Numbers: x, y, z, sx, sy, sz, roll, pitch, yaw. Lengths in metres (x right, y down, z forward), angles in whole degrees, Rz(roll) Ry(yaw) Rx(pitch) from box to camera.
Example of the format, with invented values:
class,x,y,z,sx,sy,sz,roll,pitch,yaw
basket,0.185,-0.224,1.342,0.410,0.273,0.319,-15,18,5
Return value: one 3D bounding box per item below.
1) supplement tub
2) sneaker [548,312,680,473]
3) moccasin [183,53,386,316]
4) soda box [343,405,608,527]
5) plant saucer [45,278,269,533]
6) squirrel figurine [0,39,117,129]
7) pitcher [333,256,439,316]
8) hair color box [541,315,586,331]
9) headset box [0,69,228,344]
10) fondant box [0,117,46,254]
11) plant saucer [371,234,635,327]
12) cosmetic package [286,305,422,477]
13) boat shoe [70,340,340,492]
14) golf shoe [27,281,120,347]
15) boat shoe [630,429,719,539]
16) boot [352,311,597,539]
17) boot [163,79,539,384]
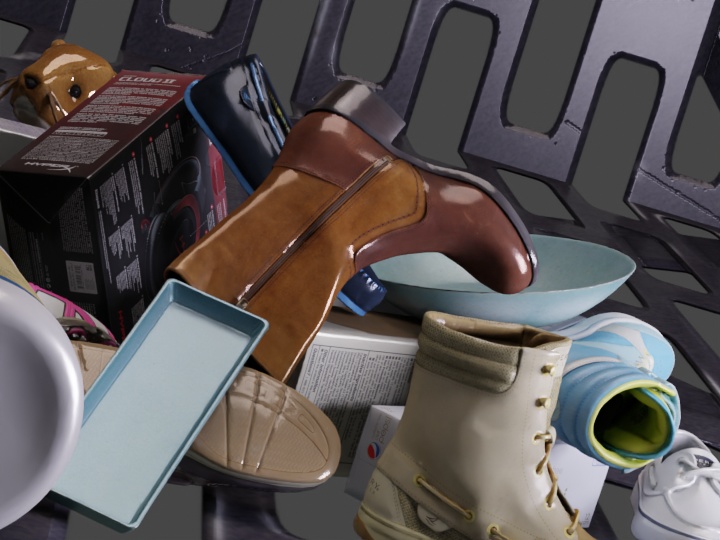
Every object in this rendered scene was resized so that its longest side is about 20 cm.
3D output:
class,x,y,z,sx,sy,sz,roll,pitch,yaw
supplement tub,-0.236,0.049,1.411,0.144,0.145,0.200,13,10,-22
sneaker,0.179,0.086,1.764,0.130,0.080,0.200,23,21,37
moccasin,-0.041,-0.063,1.763,0.200,0.068,0.080,53,1,11
soda box,0.082,0.131,1.752,0.068,0.064,0.200,25,11,37
plant saucer,-0.122,0.079,1.539,0.070,0.019,0.200,24,40,7
squirrel figurine,-0.223,-0.081,2.034,0.141,0.187,0.200,24,12,37
pitcher,-0.044,0.045,1.901,0.199,0.122,0.172,7,21,2
hair color box,0.106,0.080,1.972,0.061,0.099,0.200,21,10,16
headset box,-0.159,-0.040,1.814,0.075,0.149,0.200,6,29,23
fondant box,-0.318,-0.046,1.799,0.200,0.145,0.058,13,11,-24
plant saucer,0.091,0.011,1.832,0.200,0.039,0.201,0,12,0
cosmetic package,0.003,0.082,1.773,0.200,0.105,0.071,10,12,-45
boat shoe,-0.113,0.095,1.597,0.199,0.072,0.065,13,-34,-9
golf shoe,-0.216,0.031,1.618,0.200,0.073,0.092,33,14,-51
boat shoe,0.228,0.157,1.855,0.073,0.066,0.200,16,9,-8
boot,0.111,0.118,1.598,0.200,0.156,0.073,18,9,2
boot,0.000,0.000,1.673,0.188,0.200,0.068,45,-33,-10
